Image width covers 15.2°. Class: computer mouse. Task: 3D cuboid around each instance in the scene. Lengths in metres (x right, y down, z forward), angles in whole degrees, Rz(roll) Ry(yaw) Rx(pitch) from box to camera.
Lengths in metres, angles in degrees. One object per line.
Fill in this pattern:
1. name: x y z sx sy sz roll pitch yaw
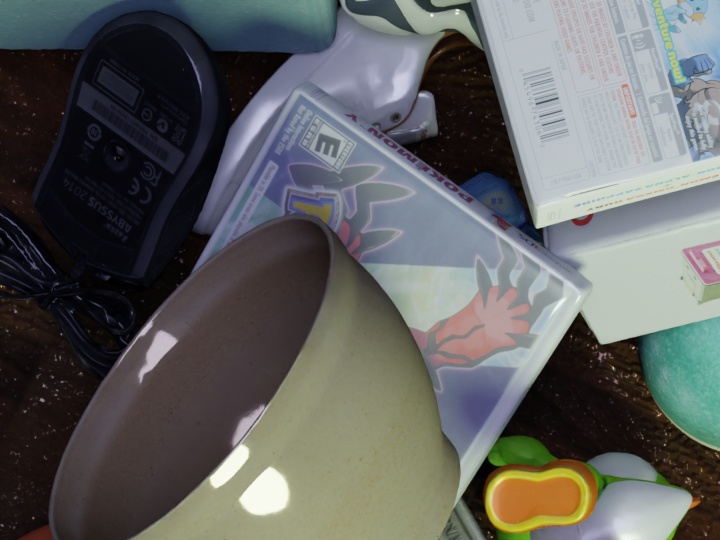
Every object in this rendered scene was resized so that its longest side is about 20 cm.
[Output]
1. computer mouse: -0.126 -0.054 1.424 0.138 0.053 0.201 40 120 15

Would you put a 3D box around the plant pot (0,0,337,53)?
1. plant pot: -0.107 -0.242 1.367 0.194 0.200 0.198 1 70 0

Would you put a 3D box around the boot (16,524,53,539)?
1. boot: -0.150 0.235 1.442 0.107 0.075 0.201 -18 85 7

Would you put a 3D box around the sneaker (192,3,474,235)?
1. sneaker: -0.010 -0.081 1.453 0.085 0.073 0.200 43 85 3

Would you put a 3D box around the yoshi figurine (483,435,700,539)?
1. yoshi figurine: 0.104 0.138 1.395 0.111 0.200 0.113 27 98 13

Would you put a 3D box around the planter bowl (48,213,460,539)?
1. planter bowl: -0.037 0.092 1.309 0.135 0.200 0.201 41 87 -23

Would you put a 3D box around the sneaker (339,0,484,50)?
1. sneaker: 0.099 -0.169 1.407 0.198 0.129 0.080 11 67 -23

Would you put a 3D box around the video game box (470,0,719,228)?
1. video game box: 0.144 -0.139 1.301 0.181 0.047 0.201 -15 75 0

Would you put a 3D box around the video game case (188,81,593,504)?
1. video game case: -0.004 0.035 1.382 0.182 0.023 0.201 35 114 10

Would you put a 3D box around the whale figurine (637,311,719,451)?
1. whale figurine: 0.210 -0.004 1.440 0.158 0.104 0.202 -2 77 8

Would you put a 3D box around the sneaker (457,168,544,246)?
1. sneaker: 0.000 0.000 1.458 0.199 0.079 0.090 -18 65 4

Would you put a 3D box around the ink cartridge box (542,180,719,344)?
1. ink cartridge box: 0.196 -0.062 1.382 0.199 0.085 0.145 -14 50 18

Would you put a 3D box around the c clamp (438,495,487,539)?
1. c clamp: 0.010 0.188 1.436 0.170 0.027 0.201 -32 77 33
